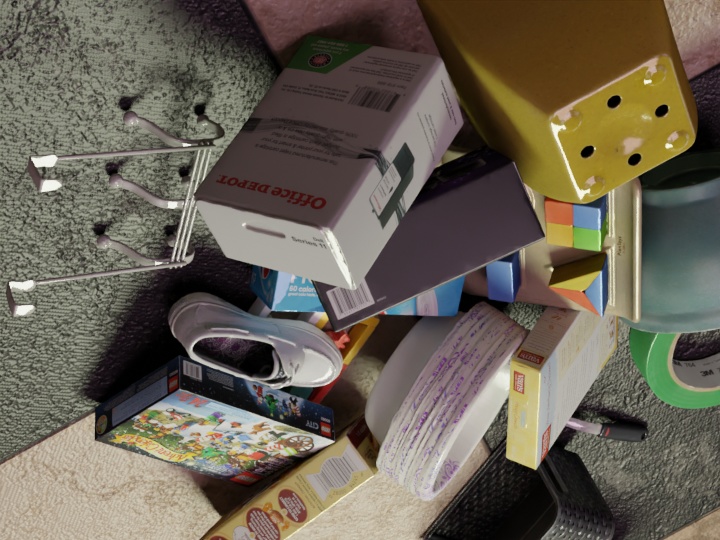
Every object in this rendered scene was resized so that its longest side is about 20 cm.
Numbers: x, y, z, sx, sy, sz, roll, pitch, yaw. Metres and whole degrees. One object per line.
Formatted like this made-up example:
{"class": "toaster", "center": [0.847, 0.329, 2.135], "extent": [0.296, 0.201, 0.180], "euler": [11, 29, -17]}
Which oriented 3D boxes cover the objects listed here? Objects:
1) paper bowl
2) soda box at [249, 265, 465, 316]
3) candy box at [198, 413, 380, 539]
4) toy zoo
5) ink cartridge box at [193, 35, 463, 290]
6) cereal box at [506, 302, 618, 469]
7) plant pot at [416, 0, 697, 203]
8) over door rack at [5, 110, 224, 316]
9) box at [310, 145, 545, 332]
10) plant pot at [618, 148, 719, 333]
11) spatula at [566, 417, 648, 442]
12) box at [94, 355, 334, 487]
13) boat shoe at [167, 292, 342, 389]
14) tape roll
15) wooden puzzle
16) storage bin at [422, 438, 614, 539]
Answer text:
{"class": "paper bowl", "center": [0.080, 0.120, 1.834], "extent": [0.201, 0.104, 0.201], "euler": [-52, 166, -18]}
{"class": "soda box", "center": [0.000, 0.000, 1.749], "extent": [0.198, 0.064, 0.068], "euler": [3, 110, -25]}
{"class": "candy box", "center": [-0.067, 0.234, 1.892], "extent": [0.199, 0.115, 0.055], "euler": [-36, 89, 11]}
{"class": "toy zoo", "center": [-0.069, 0.079, 1.826], "extent": [0.130, 0.021, 0.201], "euler": [19, 119, -35]}
{"class": "ink cartridge box", "center": [-0.025, -0.093, 1.545], "extent": [0.201, 0.146, 0.083], "euler": [-56, 143, -28]}
{"class": "cereal box", "center": [0.208, 0.085, 1.863], "extent": [0.200, 0.039, 0.145], "euler": [-49, 149, -39]}
{"class": "plant pot", "center": [0.188, -0.176, 1.597], "extent": [0.194, 0.201, 0.195], "euler": [-28, 135, 2]}
{"class": "over door rack", "center": [-0.220, -0.058, 1.595], "extent": [0.199, 0.067, 0.149], "euler": [-18, 138, -39]}
{"class": "box", "center": [0.047, -0.031, 1.616], "extent": [0.199, 0.141, 0.079], "euler": [-24, 99, -2]}
{"class": "plant pot", "center": [0.337, -0.040, 1.808], "extent": [0.199, 0.200, 0.135], "euler": [-18, 108, -9]}
{"class": "spatula", "center": [0.253, 0.174, 2.050], "extent": [0.199, 0.021, 0.057], "euler": [13, 103, -36]}
{"class": "box", "center": [-0.143, 0.152, 1.807], "extent": [0.199, 0.038, 0.136], "euler": [22, 140, -38]}
{"class": "boat shoe", "center": [-0.092, 0.080, 1.754], "extent": [0.199, 0.069, 0.072], "euler": [29, 113, -39]}
{"class": "tape roll", "center": [0.392, 0.061, 2.002], "extent": [0.199, 0.048, 0.202], "euler": [-12, 133, -14]}
{"class": "wooden puzzle", "center": [0.169, -0.027, 1.743], "extent": [0.198, 0.046, 0.186], "euler": [12, 136, 20]}
{"class": "storage bin", "center": [0.173, 0.299, 2.046], "extent": [0.093, 0.136, 0.200], "euler": [21, 118, -36]}
